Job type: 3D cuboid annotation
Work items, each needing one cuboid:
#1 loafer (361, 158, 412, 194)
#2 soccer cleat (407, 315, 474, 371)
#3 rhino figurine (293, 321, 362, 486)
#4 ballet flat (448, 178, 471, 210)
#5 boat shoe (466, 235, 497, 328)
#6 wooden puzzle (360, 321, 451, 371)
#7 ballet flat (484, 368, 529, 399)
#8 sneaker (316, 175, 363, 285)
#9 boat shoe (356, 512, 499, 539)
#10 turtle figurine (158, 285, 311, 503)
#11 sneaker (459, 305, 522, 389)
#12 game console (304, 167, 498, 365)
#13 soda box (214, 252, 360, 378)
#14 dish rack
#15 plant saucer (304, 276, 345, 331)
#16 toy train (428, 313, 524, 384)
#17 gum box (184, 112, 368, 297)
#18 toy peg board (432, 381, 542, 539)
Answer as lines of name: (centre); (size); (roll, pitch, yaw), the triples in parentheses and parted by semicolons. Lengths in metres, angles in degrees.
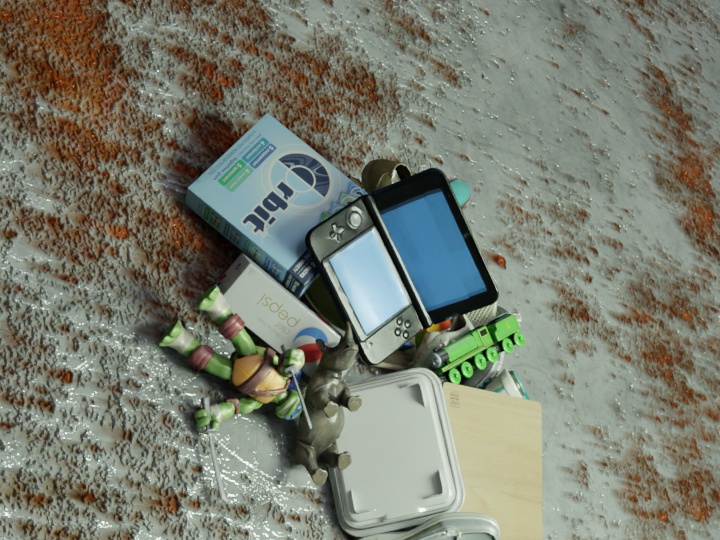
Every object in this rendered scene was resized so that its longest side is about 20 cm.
loafer: (0.069, -0.071, 1.657); (0.076, 0.067, 0.201); (-38, 103, -30)
soccer cleat: (0.097, 0.132, 1.630); (0.200, 0.069, 0.078); (-37, 111, -39)
rhino figurine: (-0.040, 0.162, 1.452); (0.059, 0.087, 0.202); (9, 95, -28)
ballet flat: (0.088, -0.074, 1.753); (0.199, 0.071, 0.069); (-35, 84, -30)
boat shoe: (0.168, 0.020, 1.771); (0.063, 0.074, 0.201); (77, 2, -49)
wooden puzzle: (0.071, 0.055, 1.696); (0.184, 0.046, 0.202); (14, 59, -39)
ballet flat: (0.217, 0.191, 1.729); (0.200, 0.069, 0.070); (48, 27, -71)
sneaker: (-0.011, -0.033, 1.641); (0.089, 0.067, 0.202); (26, 58, -18)
boat shoe: (0.081, 0.359, 1.444); (0.065, 0.200, 0.075); (-106, -174, -56)
turtle figurine: (-0.145, 0.127, 1.377); (0.194, 0.144, 0.200); (45, 40, -10)
sneaker: (0.175, 0.116, 1.758); (0.091, 0.078, 0.200); (35, 42, -3)
game console: (0.054, -0.003, 1.482); (0.170, 0.118, 0.201); (-35, 105, -34)
soda box: (-0.096, 0.069, 1.493); (0.200, 0.064, 0.068); (41, 90, -21)
dish rack: (0.037, 0.231, 1.489); (0.044, 0.170, 0.202); (74, 4, -73)
plant saucer: (0.000, 0.000, 1.573); (0.198, 0.031, 0.202); (9, 66, -21)
toy train: (0.164, 0.111, 1.630); (0.199, 0.042, 0.057); (-22, 88, -45)
gum box: (-0.104, -0.089, 1.529); (0.200, 0.045, 0.170); (38, 60, 6)
toy peg board: (0.151, 0.274, 1.595); (0.199, 0.097, 0.201); (16, 68, -38)
